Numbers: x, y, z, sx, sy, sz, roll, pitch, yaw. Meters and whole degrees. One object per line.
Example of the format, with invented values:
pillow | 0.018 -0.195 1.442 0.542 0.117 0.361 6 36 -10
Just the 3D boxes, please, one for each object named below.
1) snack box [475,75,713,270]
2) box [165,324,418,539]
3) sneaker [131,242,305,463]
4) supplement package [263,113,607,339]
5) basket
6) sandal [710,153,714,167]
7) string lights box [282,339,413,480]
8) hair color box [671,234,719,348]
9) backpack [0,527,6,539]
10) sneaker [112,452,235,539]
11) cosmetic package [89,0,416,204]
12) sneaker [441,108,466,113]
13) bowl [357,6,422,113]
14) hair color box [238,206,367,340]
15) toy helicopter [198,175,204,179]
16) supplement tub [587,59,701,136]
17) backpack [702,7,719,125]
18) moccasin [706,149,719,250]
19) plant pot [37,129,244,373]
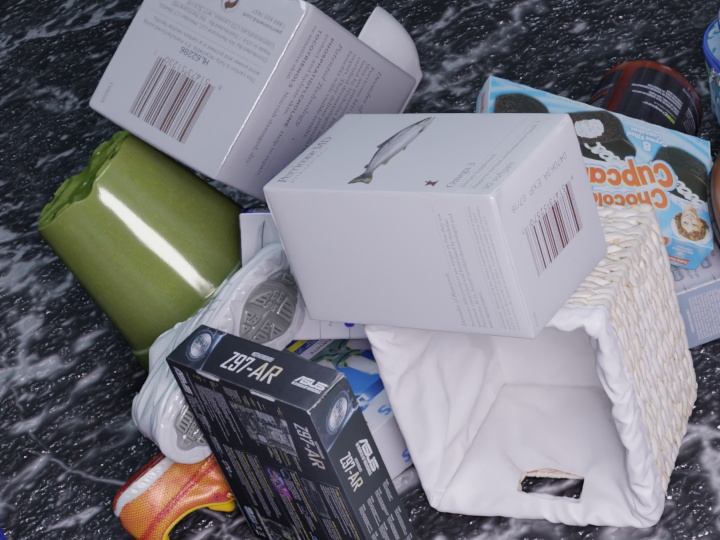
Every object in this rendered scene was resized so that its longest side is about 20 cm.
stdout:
snack box | 0.189 -0.079 1.466 0.200 0.037 0.116 15 53 -12
box | -0.049 0.144 1.368 0.160 0.200 0.044 15 49 43
sneaker | -0.122 0.054 1.454 0.099 0.078 0.200 18 66 49
supplement package | 0.053 -0.036 1.284 0.200 0.118 0.117 3 35 37
basket | 0.140 0.071 1.377 0.198 0.200 0.161 0 34 31
sandal | 0.216 -0.060 1.514 0.200 0.048 0.075 -36 68 -22
string lights box | -0.016 0.103 1.536 0.103 0.059 0.200 -38 37 -25
hair color box | 0.317 -0.007 1.504 0.200 0.061 0.099 -20 33 1
backpack | -0.397 0.238 1.467 0.200 0.163 0.168 -27 37 -11
sneaker | -0.112 0.150 1.488 0.200 0.077 0.073 -43 5 2
cosmetic package | -0.092 -0.156 1.585 0.167 0.200 0.167 29 92 31
sneaker | 0.110 -0.108 1.747 0.200 0.075 0.106 12 50 42
bowl | -0.005 -0.148 1.771 0.200 0.075 0.200 -61 2 -4
hair color box | 0.000 0.000 1.515 0.199 0.110 0.065 -1 8 -1
toy helicopter | -0.173 -0.049 1.827 0.132 0.079 0.200 -17 28 8
supplement tub | 0.236 -0.097 1.634 0.107 0.107 0.200 0 39 29
backpack | 0.404 -0.190 1.638 0.183 0.147 0.200 -18 31 2
moccasin | 0.330 -0.069 1.469 0.078 0.074 0.202 -9 31 27
plant pot | -0.183 -0.020 1.622 0.200 0.190 0.200 -42 17 16
